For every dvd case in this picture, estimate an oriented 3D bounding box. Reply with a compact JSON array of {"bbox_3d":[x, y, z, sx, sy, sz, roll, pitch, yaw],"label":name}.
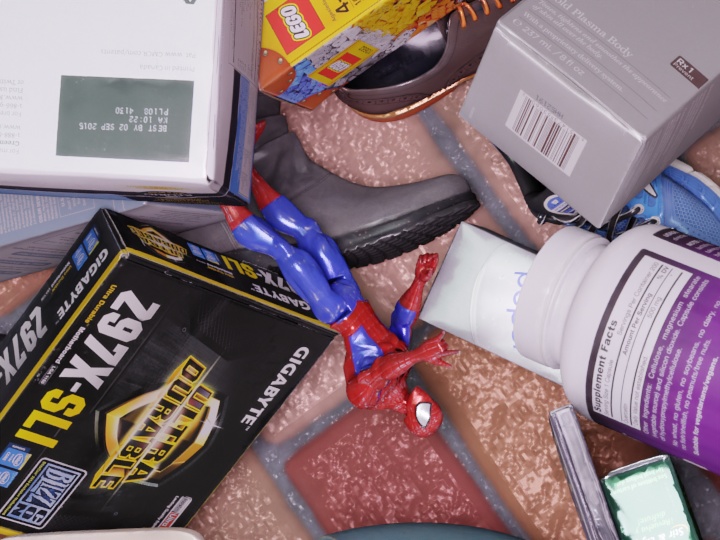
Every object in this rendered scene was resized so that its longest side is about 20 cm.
[{"bbox_3d":[0.131,0.147,1.363,0.016,0.200,0.149,-19,84,2],"label":"dvd case"}]

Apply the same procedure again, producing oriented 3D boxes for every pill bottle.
[{"bbox_3d":[0.185,0.045,1.319,0.200,0.112,0.113,23,93,28],"label":"pill bottle"}]

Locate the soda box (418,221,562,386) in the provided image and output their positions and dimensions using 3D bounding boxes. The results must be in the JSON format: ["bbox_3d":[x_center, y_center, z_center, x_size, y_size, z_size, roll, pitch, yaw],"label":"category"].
[{"bbox_3d":[0.138,0.041,1.433,0.200,0.068,0.064,25,94,13],"label":"soda box"}]

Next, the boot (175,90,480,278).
[{"bbox_3d":[-0.039,-0.062,1.478,0.200,0.070,0.132,-15,80,7],"label":"boot"}]

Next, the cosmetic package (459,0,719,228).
[{"bbox_3d":[0.158,-0.125,1.369,0.107,0.090,0.200,38,55,13],"label":"cosmetic package"}]

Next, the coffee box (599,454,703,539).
[{"bbox_3d":[0.185,0.202,1.384,0.044,0.123,0.200,-19,82,5],"label":"coffee box"}]

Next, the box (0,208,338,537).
[{"bbox_3d":[-0.133,0.073,1.429,0.200,0.160,0.049,-51,40,19],"label":"box"}]

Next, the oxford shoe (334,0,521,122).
[{"bbox_3d":[0.072,-0.149,1.450,0.200,0.073,0.071,-34,82,10],"label":"oxford shoe"}]

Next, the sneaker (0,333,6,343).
[{"bbox_3d":[-0.289,0.031,1.526,0.200,0.072,0.083,2,88,13],"label":"sneaker"}]

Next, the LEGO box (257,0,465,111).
[{"bbox_3d":[-0.029,-0.216,1.402,0.149,0.077,0.200,-34,72,16],"label":"LEGO box"}]

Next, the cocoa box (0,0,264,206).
[{"bbox_3d":[-0.158,-0.107,1.309,0.200,0.131,0.134,3,87,7],"label":"cocoa box"}]

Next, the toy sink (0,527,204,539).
[{"bbox_3d":[-0.132,0.242,1.463,0.130,0.112,0.200,-4,94,12],"label":"toy sink"}]

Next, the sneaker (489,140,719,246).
[{"bbox_3d":[0.136,-0.038,1.412,0.200,0.089,0.079,44,128,9],"label":"sneaker"}]

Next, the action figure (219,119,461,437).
[{"bbox_3d":[0.000,0.000,1.392,0.099,0.065,0.200,-31,94,36],"label":"action figure"}]

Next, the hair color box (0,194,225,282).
[{"bbox_3d":[-0.179,-0.040,1.459,0.200,0.099,0.061,-15,80,30],"label":"hair color box"}]

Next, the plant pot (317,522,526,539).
[{"bbox_3d":[0.070,0.225,1.396,0.135,0.200,0.200,-15,85,-15],"label":"plant pot"}]
